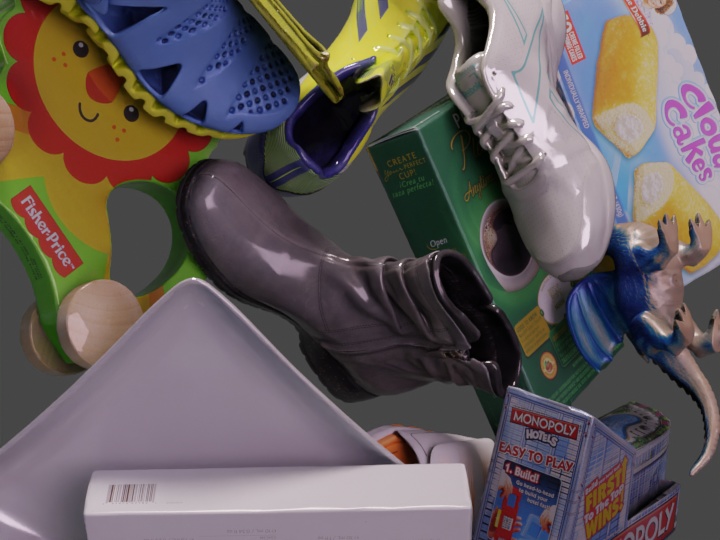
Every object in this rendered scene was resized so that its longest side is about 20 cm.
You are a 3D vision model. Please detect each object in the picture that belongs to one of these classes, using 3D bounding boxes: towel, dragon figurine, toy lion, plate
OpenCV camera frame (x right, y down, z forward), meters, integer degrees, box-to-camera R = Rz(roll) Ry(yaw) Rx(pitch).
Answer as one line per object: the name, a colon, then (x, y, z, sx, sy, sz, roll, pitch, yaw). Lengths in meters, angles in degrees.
towel: (-0.075, -0.179, 0.941, 0.018, 0.086, 0.200, -39, 80, 4)
dragon figurine: (0.164, 0.026, 1.022, 0.059, 0.099, 0.201, -5, 78, -42)
toy lion: (-0.144, -0.070, 0.950, 0.192, 0.069, 0.201, -40, 106, -33)
plate: (-0.088, 0.122, 0.929, 0.200, 0.032, 0.199, -41, 110, 16)

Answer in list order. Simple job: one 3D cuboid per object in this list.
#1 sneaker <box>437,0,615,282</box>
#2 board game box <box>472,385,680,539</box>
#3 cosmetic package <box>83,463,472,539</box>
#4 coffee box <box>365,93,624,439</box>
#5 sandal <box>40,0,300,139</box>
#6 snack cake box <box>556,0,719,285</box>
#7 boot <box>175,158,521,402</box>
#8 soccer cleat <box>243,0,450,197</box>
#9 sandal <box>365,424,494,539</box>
sneaker: (0.089, -0.087, 1.004, 0.080, 0.070, 0.201, 4, 65, -45)
board game box: (0.129, 0.156, 1.006, 0.200, 0.061, 0.201, -19, 119, -49)
cosmetic package: (-0.042, 0.180, 0.912, 0.199, 0.052, 0.152, 0, 112, -2)
coffee box: (0.087, -0.012, 1.055, 0.123, 0.044, 0.201, -38, 107, -50)
sandal: (-0.104, -0.144, 0.914, 0.200, 0.087, 0.080, 37, 54, -29)
snack cake box: (0.173, -0.088, 1.116, 0.115, 0.067, 0.201, -27, 100, -27)
boot: (0.000, 0.000, 0.958, 0.200, 0.131, 0.070, 44, 55, -33)
soccer cleat: (0.009, -0.121, 1.019, 0.065, 0.084, 0.200, 45, 67, -19)
sandal: (0.069, 0.134, 1.021, 0.206, 0.059, 0.080, 6, 85, -45)
